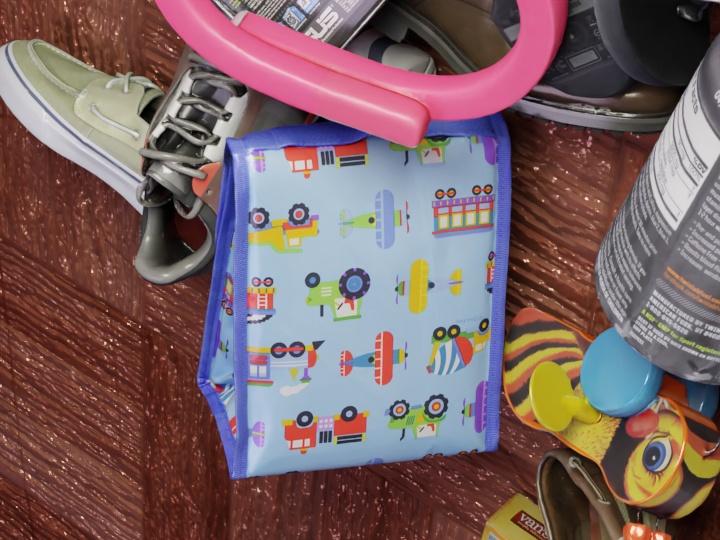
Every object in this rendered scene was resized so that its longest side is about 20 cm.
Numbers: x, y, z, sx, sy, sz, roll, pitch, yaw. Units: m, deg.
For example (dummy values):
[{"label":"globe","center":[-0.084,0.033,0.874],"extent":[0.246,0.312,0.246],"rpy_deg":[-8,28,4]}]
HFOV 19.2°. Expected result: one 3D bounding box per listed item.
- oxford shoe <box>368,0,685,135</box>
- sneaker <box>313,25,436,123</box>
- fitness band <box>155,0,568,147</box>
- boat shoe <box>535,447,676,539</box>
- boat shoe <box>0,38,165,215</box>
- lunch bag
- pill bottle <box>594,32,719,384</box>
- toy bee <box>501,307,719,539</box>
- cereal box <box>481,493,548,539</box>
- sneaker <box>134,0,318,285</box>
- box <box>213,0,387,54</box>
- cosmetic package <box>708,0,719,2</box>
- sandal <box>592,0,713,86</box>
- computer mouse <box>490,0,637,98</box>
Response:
[{"label":"oxford shoe","center":[0.077,-0.131,1.038],"extent":[0.200,0.073,0.085],"rpy_deg":[32,129,20]},{"label":"sneaker","center":[-0.042,-0.069,1.198],"extent":[0.130,0.079,0.199],"rpy_deg":[36,139,22]},{"label":"fitness band","center":[-0.004,-0.135,0.967],"extent":[0.200,0.037,0.144],"rpy_deg":[21,132,7]},{"label":"boat shoe","center":[0.131,0.178,1.121],"extent":[0.075,0.075,0.203],"rpy_deg":[-57,30,36]},{"label":"boat shoe","center":[-0.139,-0.088,1.305],"extent":[0.200,0.072,0.062],"rpy_deg":[38,115,13]},{"label":"lunch bag","center":[0.000,0.000,1.124],"extent":[0.094,0.150,0.200],"rpy_deg":[-117,27,-52]},{"label":"pill bottle","center":[0.187,-0.045,0.962],"extent":[0.106,0.106,0.200],"rpy_deg":[41,140,15]},{"label":"toy bee","center":[0.138,0.084,1.091],"extent":[0.131,0.109,0.200],"rpy_deg":[23,173,-21]},{"label":"cereal box","center":[0.123,0.247,1.301],"extent":[0.144,0.040,0.200],"rpy_deg":[34,138,23]},{"label":"sneaker","center":[-0.074,-0.072,1.111],"extent":[0.077,0.082,0.200],"rpy_deg":[26,123,20]},{"label":"box","center":[-0.019,-0.210,0.997],"extent":[0.160,0.044,0.200],"rpy_deg":[42,122,-3]},{"label":"cosmetic package","center":[0.175,-0.184,0.794],"extent":[0.085,0.200,0.108],"rpy_deg":[13,125,37]},{"label":"sandal","center":[0.134,-0.166,0.921],"extent":[0.043,0.076,0.200],"rpy_deg":[16,129,35]},{"label":"computer mouse","center":[0.069,-0.160,0.957],"extent":[0.059,0.034,0.200],"rpy_deg":[-17,120,32]}]
